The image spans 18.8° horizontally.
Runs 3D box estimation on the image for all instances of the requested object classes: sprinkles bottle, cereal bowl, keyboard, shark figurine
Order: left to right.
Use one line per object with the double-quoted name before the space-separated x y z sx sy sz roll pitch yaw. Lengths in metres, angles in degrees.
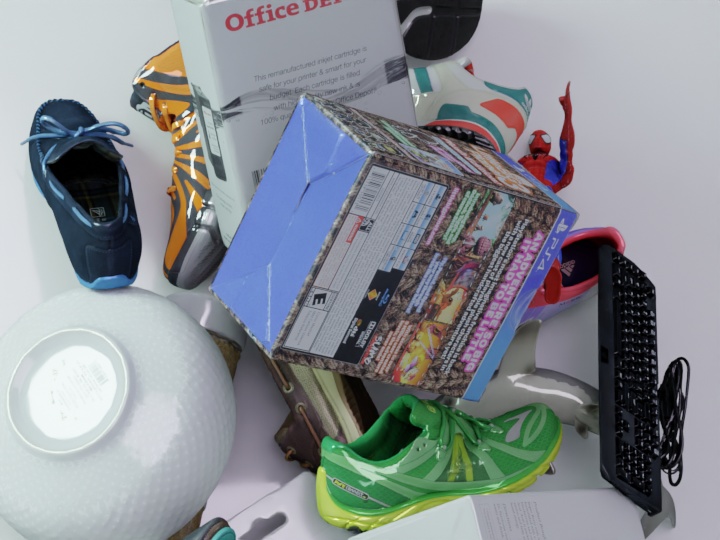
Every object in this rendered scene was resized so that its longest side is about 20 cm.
"cereal bowl" -0.192 0.098 1.537 0.199 0.083 0.202 -7 66 16
"sprinkles bottle" -0.133 0.119 1.594 0.068 0.068 0.201 15 70 -8
"shark figurine" 0.164 0.112 1.663 0.213 0.090 0.129 25 103 4
"keyboard" 0.216 0.080 1.624 0.104 0.039 0.201 37 46 -42

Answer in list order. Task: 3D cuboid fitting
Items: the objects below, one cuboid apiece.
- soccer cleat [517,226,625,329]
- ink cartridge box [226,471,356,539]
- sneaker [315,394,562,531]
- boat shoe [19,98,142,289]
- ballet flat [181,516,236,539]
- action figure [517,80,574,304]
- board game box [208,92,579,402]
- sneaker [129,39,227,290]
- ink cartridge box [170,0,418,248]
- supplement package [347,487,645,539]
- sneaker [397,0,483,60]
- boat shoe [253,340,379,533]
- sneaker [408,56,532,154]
"soccer cleat" 0.116 0.019 1.679 0.199 0.073 0.069 -26 80 -19
"ink cartridge box" -0.033 0.261 1.572 0.116 0.068 0.201 -30 82 -20
"sneaker" 0.060 0.127 1.562 0.199 0.074 0.084 -15 106 -25
"boat shoe" -0.194 -0.072 1.598 0.084 0.069 0.200 -14 44 -20
"ballet flat" -0.145 0.256 1.517 0.073 0.073 0.201 14 103 -8
"action figure" 0.130 -0.069 1.666 0.065 0.100 0.200 -3 33 10
"board game box" 0.024 -0.013 1.518 0.199 0.097 0.160 15 110 -40
"sneaker" -0.132 -0.089 1.666 0.111 0.078 0.201 19 76 11
"ink cartridge box" -0.042 -0.122 1.569 0.144 0.083 0.201 -17 110 -16
"supplement package" 0.107 0.228 1.540 0.199 0.119 0.122 5 67 -49
"sneaker" 0.001 -0.215 1.726 0.115 0.076 0.200 27 28 38
"boat shoe" -0.029 0.114 1.616 0.072 0.072 0.201 -19 101 14
"sneaker" 0.043 -0.125 1.681 0.199 0.071 0.093 14 47 35
